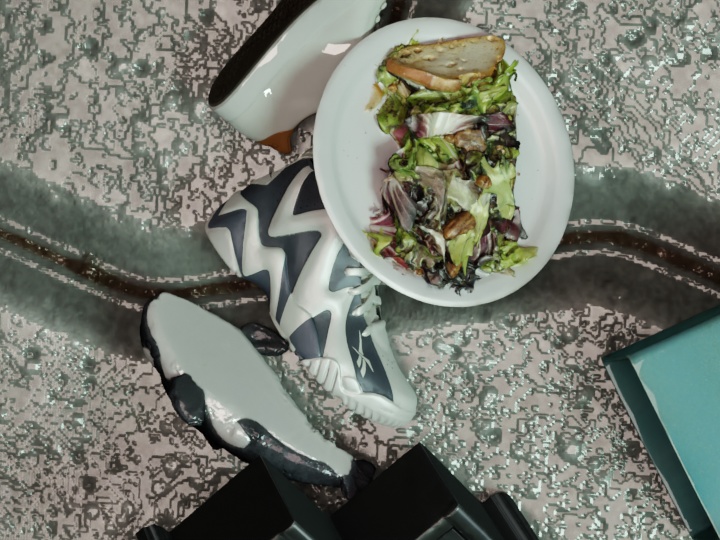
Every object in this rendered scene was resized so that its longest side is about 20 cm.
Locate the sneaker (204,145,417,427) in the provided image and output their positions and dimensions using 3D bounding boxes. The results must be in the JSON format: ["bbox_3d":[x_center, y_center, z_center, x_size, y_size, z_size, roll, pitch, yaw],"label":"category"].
[{"bbox_3d":[0.000,0.000,1.492,0.129,0.079,0.200,-42,76,14],"label":"sneaker"}]

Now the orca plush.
[{"bbox_3d":[-0.080,0.100,1.525,0.199,0.071,0.106,29,49,-5],"label":"orca plush"}]

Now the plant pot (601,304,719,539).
[{"bbox_3d":[0.287,0.076,1.436,0.199,0.141,0.142,-27,88,-2],"label":"plant pot"}]

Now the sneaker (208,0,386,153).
[{"bbox_3d":[-0.013,-0.166,1.498,0.084,0.073,0.200,37,108,-24],"label":"sneaker"}]

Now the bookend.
[{"bbox_3d":[-0.006,0.190,1.437,0.200,0.092,0.199,-40,127,4],"label":"bookend"}]

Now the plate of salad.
[{"bbox_3d":[0.063,-0.076,1.463,0.198,0.048,0.202,5,78,-24],"label":"plate of salad"}]
